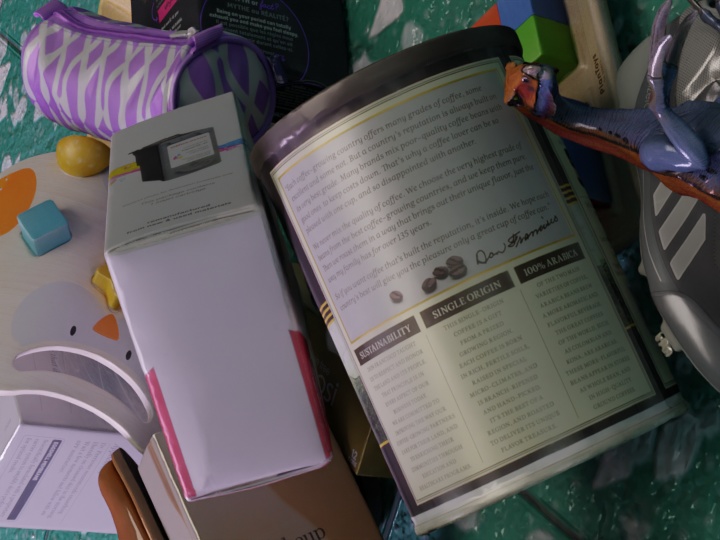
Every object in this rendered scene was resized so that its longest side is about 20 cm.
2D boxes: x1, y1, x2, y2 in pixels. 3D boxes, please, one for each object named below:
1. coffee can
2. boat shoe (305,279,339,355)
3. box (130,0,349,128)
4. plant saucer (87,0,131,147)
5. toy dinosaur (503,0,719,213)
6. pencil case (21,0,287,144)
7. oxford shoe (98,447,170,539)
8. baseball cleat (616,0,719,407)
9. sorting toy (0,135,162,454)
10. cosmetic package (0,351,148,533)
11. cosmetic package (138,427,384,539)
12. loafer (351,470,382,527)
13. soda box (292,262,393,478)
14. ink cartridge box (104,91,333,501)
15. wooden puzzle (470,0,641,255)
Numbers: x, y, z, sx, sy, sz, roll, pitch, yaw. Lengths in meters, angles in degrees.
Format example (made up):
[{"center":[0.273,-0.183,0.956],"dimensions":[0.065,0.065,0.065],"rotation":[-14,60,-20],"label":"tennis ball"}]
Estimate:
[{"center":[0.051,0.006,0.798],"dimensions":[0.146,0.145,0.202],"rotation":[-34,77,50],"label":"coffee can"},{"center":[0.000,0.000,0.969],"dimensions":[0.200,0.065,0.074],"rotation":[-110,28,-75],"label":"boat shoe"},{"center":[-0.090,-0.200,1.169],"dimensions":[0.106,0.121,0.202],"rotation":[-34,54,49],"label":"box"},{"center":[-0.162,-0.151,1.347],"dimensions":[0.199,0.048,0.202],"rotation":[-11,73,58],"label":"plant saucer"},{"center":[0.145,-0.046,0.693],"dimensions":[0.180,0.104,0.203],"rotation":[-9,84,41],"label":"toy dinosaur"},{"center":[-0.139,-0.121,1.044],"dimensions":[0.199,0.084,0.086],"rotation":[14,136,47],"label":"pencil case"},{"center":[-0.126,0.202,0.983],"dimensions":[0.071,0.071,0.201],"rotation":[-25,66,3],"label":"oxford shoe"},{"center":[0.169,-0.042,0.754],"dimensions":[0.106,0.069,0.202],"rotation":[-45,47,43],"label":"baseball cleat"},{"center":[-0.163,0.027,1.060],"dimensions":[0.107,0.198,0.181],"rotation":[-49,22,45],"label":"sorting toy"},{"center":[-0.181,0.072,1.174],"dimensions":[0.123,0.198,0.201],"rotation":[-54,41,36],"label":"cosmetic package"},{"center":[-0.039,0.173,0.937],"dimensions":[0.201,0.104,0.071],"rotation":[62,157,14],"label":"cosmetic package"},{"center":[-0.062,0.164,1.084],"dimensions":[0.200,0.062,0.073],"rotation":[-32,56,51],"label":"loafer"},{"center":[-0.011,0.057,1.024],"dimensions":[0.200,0.067,0.065],"rotation":[39,115,55],"label":"soda box"},{"center":[-0.078,0.008,0.893],"dimensions":[0.200,0.085,0.149],"rotation":[-112,5,-68],"label":"ink cartridge box"},{"center":[0.079,-0.067,0.921],"dimensions":[0.200,0.046,0.187],"rotation":[-46,46,48],"label":"wooden puzzle"}]
